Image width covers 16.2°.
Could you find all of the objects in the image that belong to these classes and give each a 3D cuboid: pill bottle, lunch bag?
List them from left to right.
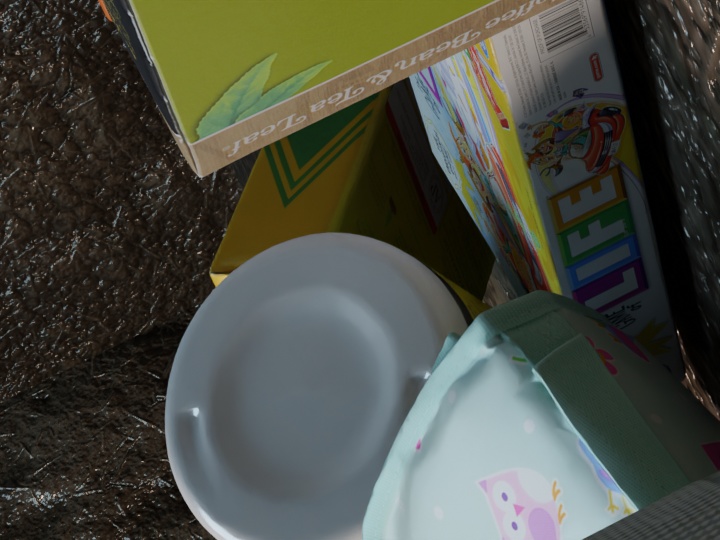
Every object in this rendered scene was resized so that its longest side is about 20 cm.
[{"bbox_3d":[0.026,0.066,0.881,0.200,0.111,0.112,33,-155,-58],"label":"pill bottle"},{"bbox_3d":[0.090,0.111,0.731,0.171,0.122,0.200,53,171,28],"label":"lunch bag"}]

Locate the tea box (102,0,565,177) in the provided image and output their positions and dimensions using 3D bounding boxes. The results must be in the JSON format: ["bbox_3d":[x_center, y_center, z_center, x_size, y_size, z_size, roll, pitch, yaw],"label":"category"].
[{"bbox_3d":[-0.034,-0.164,0.564,0.197,0.133,0.201,77,167,-69],"label":"tea box"}]

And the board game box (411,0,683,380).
[{"bbox_3d":[0.045,-0.061,0.788,0.200,0.034,0.135,69,174,-51],"label":"board game box"}]

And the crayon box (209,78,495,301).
[{"bbox_3d":[0.000,0.000,1.018,0.201,0.050,0.127,-70,-34,-46],"label":"crayon box"}]

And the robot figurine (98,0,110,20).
[{"bbox_3d":[-0.248,-0.337,2.392,0.201,0.116,0.144,65,-153,-11],"label":"robot figurine"}]

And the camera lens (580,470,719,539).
[{"bbox_3d":[0.075,0.119,0.439,0.161,0.199,0.160,63,176,9],"label":"camera lens"}]
